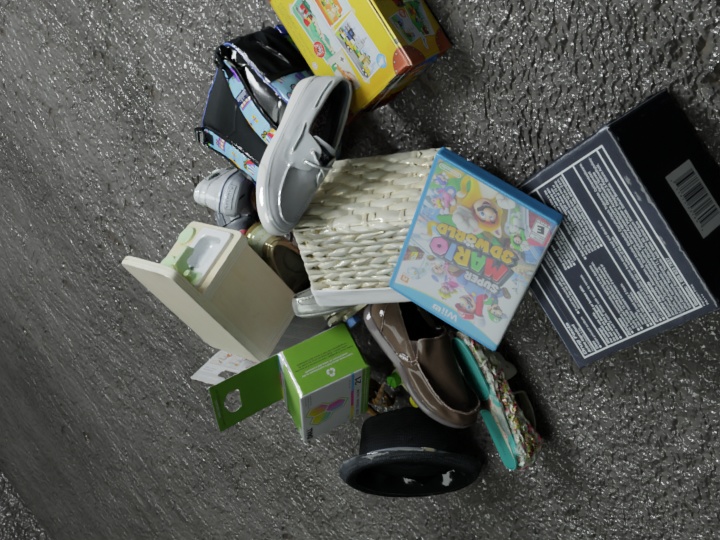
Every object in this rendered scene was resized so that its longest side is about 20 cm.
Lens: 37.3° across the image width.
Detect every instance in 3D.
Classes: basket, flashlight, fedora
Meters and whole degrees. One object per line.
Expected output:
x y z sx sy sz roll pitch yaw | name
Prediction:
0.030 -0.051 1.252 0.196 0.137 0.124 -5 134 23 | basket
-0.157 -0.015 1.573 0.068 0.067 0.203 116 137 -65 | flashlight
0.068 0.248 1.483 0.201 0.197 0.093 133 143 -51 | fedora

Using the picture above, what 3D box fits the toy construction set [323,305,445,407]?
0.048 0.086 1.443 0.200 0.092 0.131 43 142 1 | toy construction set

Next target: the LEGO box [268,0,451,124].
-0.009 -0.298 1.240 0.202 0.077 0.148 58 142 0 | LEGO box

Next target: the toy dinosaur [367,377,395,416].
0.009 0.176 1.518 0.106 0.061 0.200 46 175 -27 | toy dinosaur

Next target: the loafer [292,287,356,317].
0.000 0.000 1.364 0.070 0.197 0.071 -126 12 -73 | loafer

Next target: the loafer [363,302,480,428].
0.083 0.108 1.332 0.201 0.073 0.071 50 129 5 | loafer

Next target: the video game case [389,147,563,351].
0.115 -0.018 1.125 0.142 0.018 0.202 31 136 12 | video game case

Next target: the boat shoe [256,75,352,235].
-0.057 -0.133 1.209 0.068 0.203 0.072 -3 145 41 | boat shoe

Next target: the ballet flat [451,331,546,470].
0.179 0.158 1.363 0.203 0.063 0.075 66 159 -10 | ballet flat

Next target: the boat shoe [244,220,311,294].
-0.087 0.006 1.482 0.063 0.073 0.201 33 167 43 | boat shoe

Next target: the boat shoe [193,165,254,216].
-0.182 -0.118 1.478 0.065 0.200 0.075 14 96 2 | boat shoe

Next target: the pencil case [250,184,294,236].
-0.063 -0.068 1.456 0.199 0.082 0.088 37 136 26 | pencil case

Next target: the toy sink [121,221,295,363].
-0.194 0.013 1.413 0.129 0.113 0.200 11 152 48 | toy sink

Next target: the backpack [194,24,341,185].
-0.098 -0.188 1.368 0.200 0.134 0.184 45 140 16 | backpack

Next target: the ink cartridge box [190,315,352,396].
-0.128 0.121 1.561 0.159 0.200 0.051 6 132 45 | ink cartridge box

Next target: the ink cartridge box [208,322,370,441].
-0.091 0.171 1.414 0.076 0.197 0.149 57 164 26 | ink cartridge box

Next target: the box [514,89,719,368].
0.265 -0.038 1.081 0.202 0.122 0.198 58 141 1 | box
